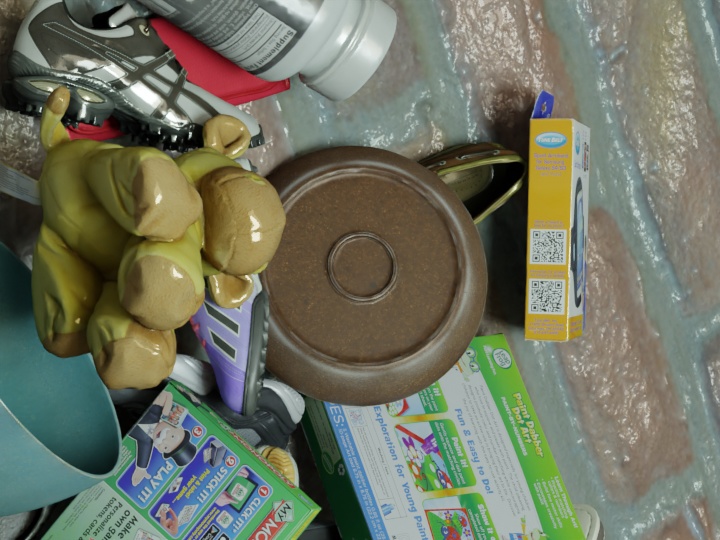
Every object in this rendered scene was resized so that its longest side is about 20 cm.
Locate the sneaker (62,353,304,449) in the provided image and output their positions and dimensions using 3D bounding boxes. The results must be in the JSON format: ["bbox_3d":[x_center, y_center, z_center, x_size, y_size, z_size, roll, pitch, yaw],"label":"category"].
[{"bbox_3d":[-0.130,0.121,1.376,0.200,0.075,0.114,18,79,-37],"label":"sneaker"}]

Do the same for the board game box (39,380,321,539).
[{"bbox_3d":[-0.141,0.194,1.309,0.135,0.029,0.200,41,95,12],"label":"board game box"}]

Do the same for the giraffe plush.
[{"bbox_3d":[-0.123,-0.027,1.257,0.162,0.200,0.173,-3,126,-40],"label":"giraffe plush"}]

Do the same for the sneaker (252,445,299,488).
[{"bbox_3d":[-0.081,0.220,1.360,0.088,0.076,0.200,16,92,-56],"label":"sneaker"}]

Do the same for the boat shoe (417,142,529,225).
[{"bbox_3d":[0.046,-0.050,1.501,0.200,0.068,0.072,-34,111,-30],"label":"boat shoe"}]

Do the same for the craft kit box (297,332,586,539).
[{"bbox_3d":[0.060,0.148,1.477,0.197,0.049,0.200,-4,62,-33],"label":"craft kit box"}]

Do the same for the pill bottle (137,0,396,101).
[{"bbox_3d":[-0.076,-0.204,1.368,0.200,0.111,0.111,31,74,-24],"label":"pill bottle"}]

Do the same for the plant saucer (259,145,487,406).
[{"bbox_3d":[0.000,0.000,1.435,0.200,0.034,0.200,2,78,-9],"label":"plant saucer"}]

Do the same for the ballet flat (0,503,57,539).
[{"bbox_3d":[-0.258,0.188,1.300,0.200,0.057,0.066,-49,118,-24],"label":"ballet flat"}]

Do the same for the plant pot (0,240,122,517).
[{"bbox_3d":[-0.266,0.081,1.230,0.135,0.200,0.200,-33,115,9],"label":"plant pot"}]

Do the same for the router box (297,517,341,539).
[{"bbox_3d":[-0.104,0.271,1.416,0.200,0.052,0.157,-3,94,-36],"label":"router box"}]

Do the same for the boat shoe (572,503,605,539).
[{"bbox_3d":[0.147,0.288,1.588,0.060,0.072,0.200,42,72,-36],"label":"boat shoe"}]

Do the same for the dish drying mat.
[{"bbox_3d":[-0.138,-0.146,1.397,0.200,0.018,0.077,-19,101,-33],"label":"dish drying mat"}]

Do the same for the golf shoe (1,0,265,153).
[{"bbox_3d":[-0.147,-0.135,1.334,0.200,0.078,0.095,13,83,-37],"label":"golf shoe"}]

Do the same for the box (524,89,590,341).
[{"bbox_3d":[0.161,-0.044,1.562,0.119,0.041,0.200,-5,98,-77],"label":"box"}]

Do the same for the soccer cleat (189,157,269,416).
[{"bbox_3d":[-0.104,0.011,1.365,0.073,0.068,0.200,-2,64,-9],"label":"soccer cleat"}]
